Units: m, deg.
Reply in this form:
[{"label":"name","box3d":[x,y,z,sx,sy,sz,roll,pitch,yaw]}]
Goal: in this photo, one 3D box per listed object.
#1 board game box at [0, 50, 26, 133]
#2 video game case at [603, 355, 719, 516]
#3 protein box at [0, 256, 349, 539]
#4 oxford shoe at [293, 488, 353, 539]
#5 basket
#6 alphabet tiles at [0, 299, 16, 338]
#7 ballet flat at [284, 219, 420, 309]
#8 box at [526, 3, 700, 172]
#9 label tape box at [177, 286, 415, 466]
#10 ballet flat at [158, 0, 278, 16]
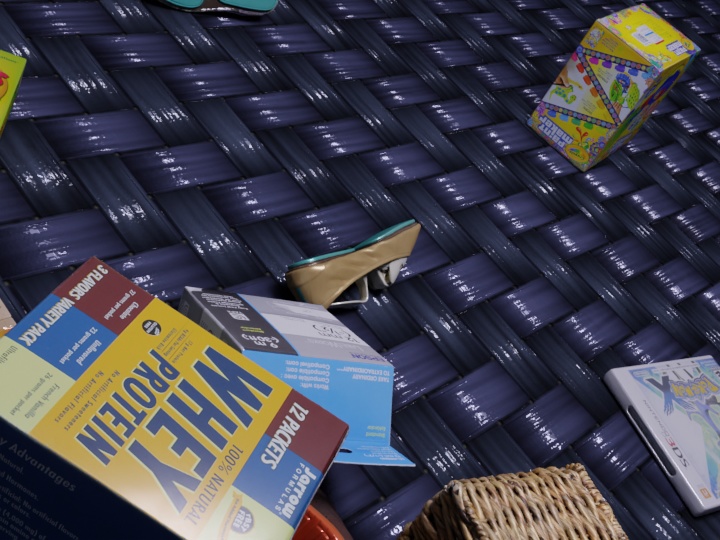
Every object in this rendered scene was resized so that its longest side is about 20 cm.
[{"label":"board game box","box3d":[-0.379,-0.139,0.859,0.101,0.048,0.201,17,41,-20]},{"label":"video game case","box3d":[0.395,0.182,1.088,0.199,0.022,0.183,-1,50,-37]},{"label":"protein box","box3d":[-0.149,0.144,0.593,0.198,0.200,0.135,33,37,0]},{"label":"oxford shoe","box3d":[-0.071,0.177,0.742,0.200,0.071,0.072,48,6,29]},{"label":"basket","box3d":[0.128,0.266,0.708,0.148,0.143,0.201,2,45,-37]},{"label":"alphabet tiles","box3d":[-0.339,0.073,0.693,0.199,0.006,0.167,-19,61,-46]},{"label":"ballet flat","box3d":[0.000,0.000,0.984,0.199,0.068,0.063,-23,91,-44]},{"label":"box","box3d":[0.387,-0.282,1.445,0.122,0.193,0.200,43,39,14]},{"label":"label tape box","box3d":[-0.053,0.083,0.765,0.142,0.067,0.200,10,12,-33]},{"label":"ballet flat","box3d":[-0.206,-0.372,1.234,0.199,0.072,0.072,2,47,-35]}]
